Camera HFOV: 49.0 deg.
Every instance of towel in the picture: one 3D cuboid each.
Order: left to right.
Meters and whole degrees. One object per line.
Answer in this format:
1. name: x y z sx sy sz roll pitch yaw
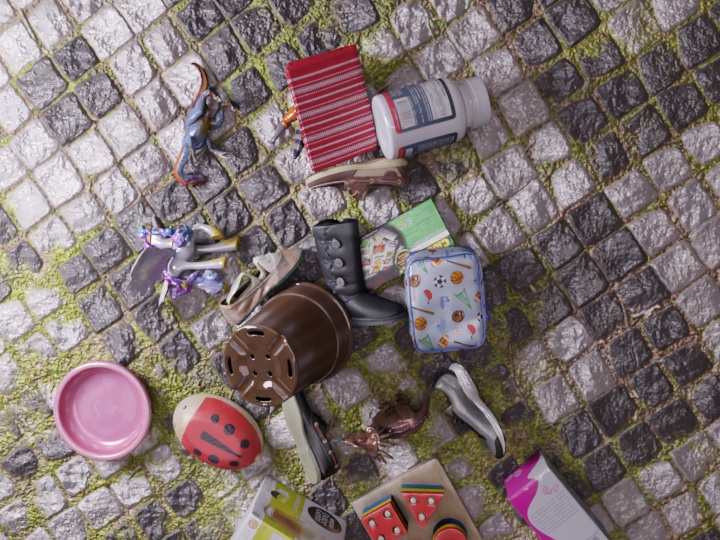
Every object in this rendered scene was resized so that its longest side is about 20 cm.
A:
1. towel: -0.050 -0.294 1.432 0.143 0.022 0.202 -23 118 -17

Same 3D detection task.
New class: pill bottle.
1. pill bottle: 0.130 -0.284 1.441 0.197 0.120 0.121 -16 95 -7

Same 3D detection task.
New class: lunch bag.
1. lunch bag: 0.165 0.058 1.499 0.158 0.076 0.203 -7 103 -1

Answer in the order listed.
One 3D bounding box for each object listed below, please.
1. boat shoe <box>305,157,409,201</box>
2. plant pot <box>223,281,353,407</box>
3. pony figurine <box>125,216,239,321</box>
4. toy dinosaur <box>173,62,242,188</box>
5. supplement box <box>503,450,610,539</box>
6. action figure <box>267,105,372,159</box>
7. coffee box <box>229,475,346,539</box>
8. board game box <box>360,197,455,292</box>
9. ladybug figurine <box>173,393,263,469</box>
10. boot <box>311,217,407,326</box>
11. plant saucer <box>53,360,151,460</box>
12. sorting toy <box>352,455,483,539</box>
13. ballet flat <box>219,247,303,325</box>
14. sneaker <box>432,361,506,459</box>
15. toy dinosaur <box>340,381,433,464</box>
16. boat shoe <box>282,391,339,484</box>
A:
1. boat shoe: -0.004 -0.167 1.496 0.197 0.072 0.073 -10 95 -1
2. plant pot: -0.141 0.142 1.448 0.198 0.198 0.203 6 105 21
3. pony figurine: -0.349 -0.010 1.510 0.197 0.167 0.195 8 65 6
4. toy dinosaur: -0.308 -0.260 1.521 0.182 0.104 0.201 -45 54 20
5. supplement box: 0.380 0.468 1.525 0.101 0.103 0.201 -39 94 8
6. action figure: -0.063 -0.295 1.470 0.198 0.105 0.195 24 106 2
7. coffee box: -0.159 0.559 1.521 0.196 0.200 0.202 30 97 -1
8. board game box: 0.074 -0.047 1.526 0.198 0.023 0.106 -28 92 7
9. ladybug figurine: -0.284 0.326 1.567 0.198 0.072 0.137 26 97 0
10. boot: -0.001 0.000 1.493 0.163 0.066 0.203 -3 100 21
11. plant saucer: -0.513 0.278 1.588 0.197 0.051 0.204 0 97 4
12. sorting toy: 0.114 0.508 1.563 0.197 0.070 0.202 -30 93 6
13. ballet flat: -0.192 0.016 1.505 0.200 0.068 0.067 -49 118 -11
14. sneaker: 0.213 0.279 1.525 0.079 0.074 0.201 -33 87 -7
15. toy dinosaur: 0.070 0.297 1.509 0.199 0.136 0.086 -31 94 6
16. boat shoe: -0.102 0.315 1.562 0.063 0.074 0.204 -19 84 -30
